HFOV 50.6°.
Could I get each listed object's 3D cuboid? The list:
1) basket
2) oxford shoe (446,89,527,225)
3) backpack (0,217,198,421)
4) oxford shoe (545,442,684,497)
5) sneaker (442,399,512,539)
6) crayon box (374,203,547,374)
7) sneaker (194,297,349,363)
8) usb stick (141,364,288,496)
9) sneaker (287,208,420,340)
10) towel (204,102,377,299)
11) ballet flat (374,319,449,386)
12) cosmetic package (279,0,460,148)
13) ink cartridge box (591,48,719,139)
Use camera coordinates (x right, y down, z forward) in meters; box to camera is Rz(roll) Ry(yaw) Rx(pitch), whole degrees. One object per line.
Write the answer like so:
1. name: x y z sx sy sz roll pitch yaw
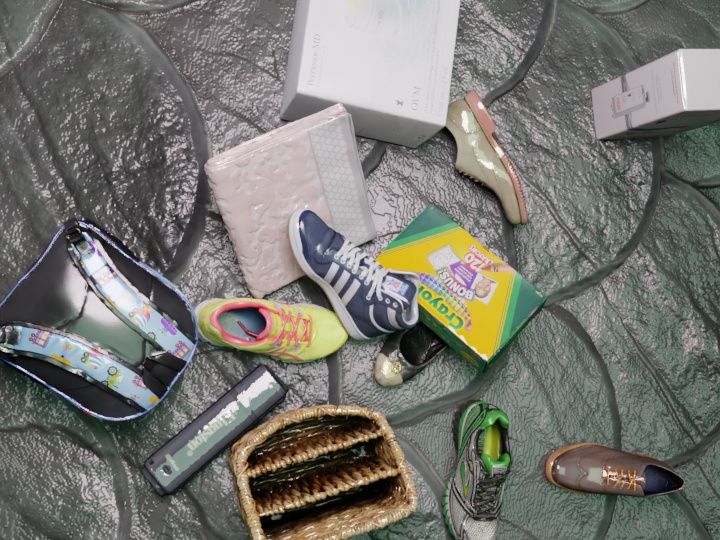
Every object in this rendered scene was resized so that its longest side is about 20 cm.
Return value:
1. basket: -0.050 0.238 0.916 0.199 0.149 0.144 -12 88 -16
2. oxford shoe: 0.173 -0.147 1.071 0.073 0.071 0.201 -26 93 8
3. backpack: -0.292 0.065 0.868 0.200 0.134 0.183 36 76 -9
4. oxford shoe: 0.358 0.282 1.068 0.199 0.073 0.072 5 84 -15
5. sneaker: 0.157 0.275 1.005 0.077 0.085 0.202 3 85 -16
6. crayon box: 0.125 0.022 0.993 0.200 0.058 0.119 41 74 19
7. sneaker: -0.105 0.074 0.945 0.199 0.090 0.079 4 82 -17
8. usb stick: -0.178 0.195 0.942 0.200 0.033 0.056 -39 94 -15
9. sneaker: 0.000 0.000 0.927 0.201 0.108 0.070 58 42 -27
10. towel: -0.078 -0.082 0.944 0.190 0.032 0.201 -27 128 -17
11. ballet flat: 0.097 0.083 1.020 0.200 0.057 0.067 -38 97 -16
12. cosmetic package: 0.012 -0.289 0.999 0.199 0.123 0.201 9 82 -14
13. ink cartridge box: 0.447 -0.246 1.081 0.145 0.200 0.083 -6 90 -16
